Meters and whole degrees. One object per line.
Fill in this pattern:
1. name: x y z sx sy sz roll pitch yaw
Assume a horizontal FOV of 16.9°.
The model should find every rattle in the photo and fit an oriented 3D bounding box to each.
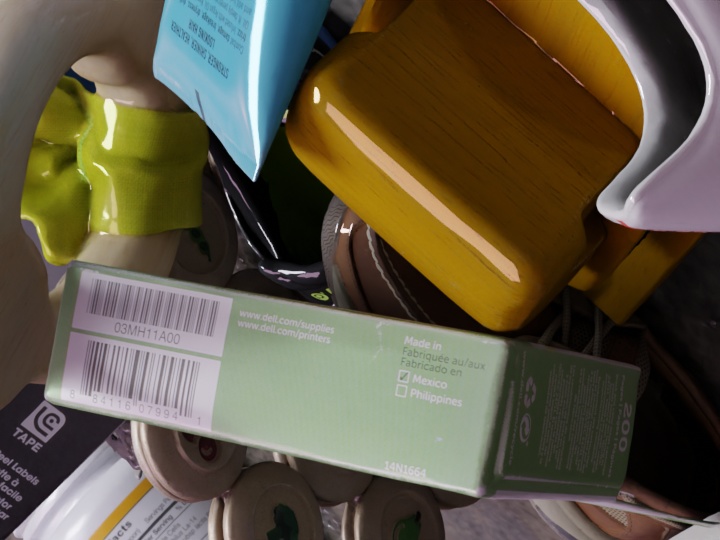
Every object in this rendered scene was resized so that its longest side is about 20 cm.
1. rattle: -0.141 -0.017 0.725 0.142 0.200 0.131 24 138 14

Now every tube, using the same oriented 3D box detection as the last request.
1. tube: -0.009 -0.129 0.617 0.050 0.201 0.077 14 -163 -25

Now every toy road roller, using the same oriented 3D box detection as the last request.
1. toy road roller: 0.043 -0.044 0.685 0.123 0.146 0.200 43 153 6

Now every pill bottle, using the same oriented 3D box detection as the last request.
1. pill bottle: -0.084 0.154 1.182 0.200 0.109 0.109 42 153 7

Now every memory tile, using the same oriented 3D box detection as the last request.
1. memory tile: -0.024 0.044 0.901 0.017 0.154 0.201 -14 120 42

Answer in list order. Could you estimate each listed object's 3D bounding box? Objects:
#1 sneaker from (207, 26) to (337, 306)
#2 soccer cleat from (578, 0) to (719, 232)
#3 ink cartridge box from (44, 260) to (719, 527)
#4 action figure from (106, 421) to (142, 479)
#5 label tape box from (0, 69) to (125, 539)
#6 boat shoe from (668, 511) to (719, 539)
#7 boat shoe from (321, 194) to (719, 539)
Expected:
1. sneaker: 0.000 0.000 0.866 0.070 0.083 0.200 -28 108 27
2. soccer cleat: 0.071 -0.106 0.564 0.069 0.085 0.202 164 93 -73
3. ink cartridge box: 0.018 0.041 0.743 0.145 0.048 0.200 9 178 28
4. action figure: -0.064 0.047 1.015 0.200 0.102 0.119 38 167 16
5. label tape box: -0.132 -0.006 0.901 0.143 0.200 0.066 41 -169 -29
6. boat shoe: 0.141 0.111 0.801 0.068 0.072 0.200 40 121 -8
7. boat shoe: 0.066 0.027 0.823 0.071 0.076 0.200 -4 145 46
